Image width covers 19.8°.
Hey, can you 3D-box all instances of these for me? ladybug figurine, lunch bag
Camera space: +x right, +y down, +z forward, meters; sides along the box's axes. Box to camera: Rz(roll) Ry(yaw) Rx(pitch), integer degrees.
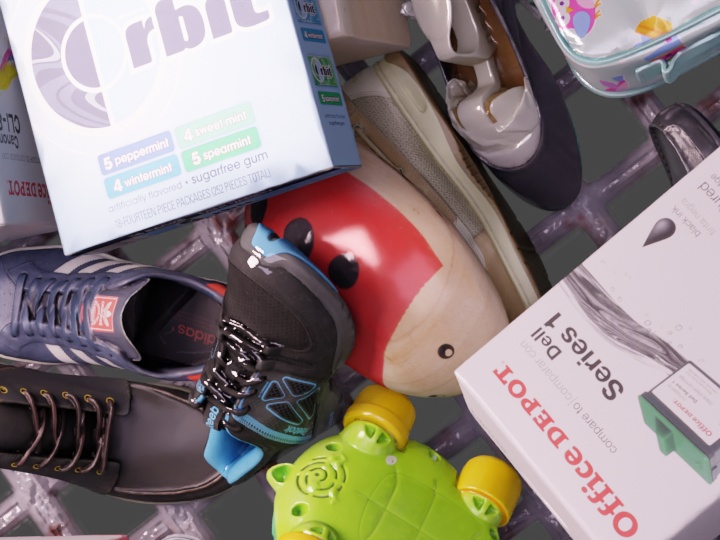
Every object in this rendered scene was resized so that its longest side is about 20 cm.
[{"bbox_3d":[0.000,0.000,1.167,0.072,0.136,0.200,-33,58,-26],"label":"ladybug figurine"},{"bbox_3d":[0.181,-0.195,1.168,0.199,0.077,0.161,-26,76,8],"label":"lunch bag"}]

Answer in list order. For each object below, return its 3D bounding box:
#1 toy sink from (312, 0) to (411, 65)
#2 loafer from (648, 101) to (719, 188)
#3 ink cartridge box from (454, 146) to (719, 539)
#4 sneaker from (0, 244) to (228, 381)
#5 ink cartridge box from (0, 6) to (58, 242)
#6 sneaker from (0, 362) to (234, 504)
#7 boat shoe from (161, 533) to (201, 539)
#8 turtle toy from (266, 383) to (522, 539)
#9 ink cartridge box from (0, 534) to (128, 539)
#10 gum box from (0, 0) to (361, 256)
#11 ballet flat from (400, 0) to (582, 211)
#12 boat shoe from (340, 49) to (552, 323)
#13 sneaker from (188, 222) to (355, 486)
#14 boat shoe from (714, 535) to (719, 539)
[{"bbox_3d":[-0.087,-0.173,1.186,0.199,0.112,0.131,-12,87,23],"label":"toy sink"},{"bbox_3d":[0.209,0.002,1.178,0.070,0.068,0.202,-25,91,-1],"label":"loafer"},{"bbox_3d":[0.170,0.053,1.082,0.200,0.084,0.146,-40,69,-2],"label":"ink cartridge box"},{"bbox_3d":[-0.154,0.024,1.218,0.198,0.085,0.076,3,91,8],"label":"sneaker"},{"bbox_3d":[-0.267,-0.109,1.203,0.143,0.145,0.202,-8,90,7],"label":"ink cartridge box"},{"bbox_3d":[-0.166,0.100,1.208,0.198,0.106,0.075,8,91,7],"label":"sneaker"},{"bbox_3d":[-0.126,0.258,1.228,0.068,0.057,0.202,8,91,7],"label":"boat shoe"},{"bbox_3d":[0.028,0.172,1.180,0.199,0.101,0.146,34,54,-4],"label":"turtle toy"},{"bbox_3d":[-0.197,0.259,1.196,0.146,0.082,0.202,-7,89,39],"label":"ink cartridge box"},{"bbox_3d":[-0.105,-0.127,1.111,0.169,0.044,0.202,-17,86,23],"label":"gum box"},{"bbox_3d":[0.067,-0.118,1.177,0.073,0.073,0.201,-20,102,7],"label":"ballet flat"},{"bbox_3d":[0.051,-0.032,1.199,0.063,0.073,0.202,-32,83,10],"label":"boat shoe"},{"bbox_3d":[-0.052,0.053,1.136,0.082,0.201,0.073,-39,62,-22],"label":"sneaker"},{"bbox_3d":[0.142,0.202,1.145,0.072,0.063,0.201,34,67,0],"label":"boat shoe"}]
